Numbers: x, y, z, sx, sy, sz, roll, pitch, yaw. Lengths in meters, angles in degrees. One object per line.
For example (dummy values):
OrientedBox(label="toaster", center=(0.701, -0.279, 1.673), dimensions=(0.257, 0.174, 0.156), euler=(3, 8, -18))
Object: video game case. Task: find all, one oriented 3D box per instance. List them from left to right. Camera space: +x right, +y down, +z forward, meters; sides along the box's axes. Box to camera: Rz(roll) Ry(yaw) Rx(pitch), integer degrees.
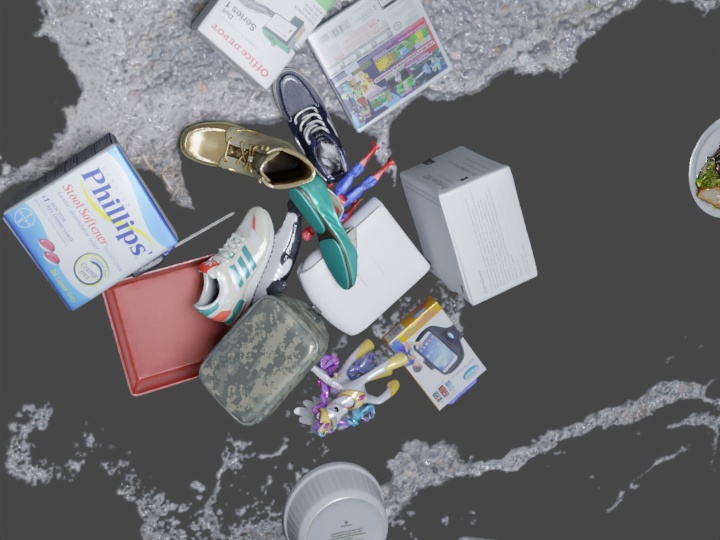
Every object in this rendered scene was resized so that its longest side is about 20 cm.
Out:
OrientedBox(label="video game case", center=(0.032, -0.359, 1.580), dimensions=(0.198, 0.023, 0.184), euler=(-34, 113, -7))

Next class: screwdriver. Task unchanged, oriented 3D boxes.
OrientedBox(label="screwdriver", center=(-0.290, -0.050, 1.558), dimensions=(0.199, 0.028, 0.029), euler=(-37, 89, -19))

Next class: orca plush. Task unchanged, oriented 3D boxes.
OrientedBox(label="orca plush", center=(-0.144, -0.020, 1.618), dimensions=(0.104, 0.071, 0.204), euler=(19, 90, 24))

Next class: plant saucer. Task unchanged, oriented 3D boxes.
OrientedBox(label="plant saucer", center=(-0.309, 0.086, 1.596), dimensions=(0.196, 0.037, 0.203), euler=(-16, 110, -13))

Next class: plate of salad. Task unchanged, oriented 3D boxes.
OrientedBox(label="plate of salad", center=(0.716, -0.198, 1.831), dimensions=(0.196, 0.048, 0.204), euler=(-5, 107, -16))

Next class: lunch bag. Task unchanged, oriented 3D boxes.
OrientedBox(label="lunch bag", center=(-0.147, 0.140, 1.553), dimensions=(0.139, 0.168, 0.201), euler=(43, 98, 9))

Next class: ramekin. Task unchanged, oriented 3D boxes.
OrientedBox(label="ramekin", center=(-0.039, 0.463, 1.762), dimensions=(0.198, 0.094, 0.207), euler=(-5, 107, -16))

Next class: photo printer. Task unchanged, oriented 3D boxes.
OrientedBox(label="photo printer", center=(0.000, 0.000, 1.650), dimensions=(0.199, 0.069, 0.167), euler=(-41, 113, -3))

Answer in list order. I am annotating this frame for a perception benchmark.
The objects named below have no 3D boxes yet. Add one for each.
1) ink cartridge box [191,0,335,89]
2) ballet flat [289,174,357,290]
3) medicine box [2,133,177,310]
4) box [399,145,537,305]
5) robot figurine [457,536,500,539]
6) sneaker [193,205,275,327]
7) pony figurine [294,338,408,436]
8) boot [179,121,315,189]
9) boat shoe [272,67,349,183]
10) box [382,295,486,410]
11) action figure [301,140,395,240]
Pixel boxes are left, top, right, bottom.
OrientedBox(label="ink cartridge box", center=(-0.144, -0.402, 1.477), dimensions=(0.145, 0.084, 0.201), euler=(37, 92, -23))
OrientedBox(label="ballet flat", center=(-0.042, -0.068, 1.557), dimensions=(0.070, 0.067, 0.202), euler=(-38, 110, -28))
OrientedBox(label="medicine box", center=(-0.413, -0.076, 1.478), dimensions=(0.198, 0.103, 0.184), euler=(-33, 113, -5))
OrientedBox(label="box", center=(0.178, -0.080, 1.612), dimensions=(0.129, 0.199, 0.203), euler=(-23, 112, -10))
OrientedBox(label="robot figurine", center=(0.248, 0.584, 1.879), dimensions=(0.196, 0.115, 0.170), euler=(11, 141, -20))
OrientedBox(label="sneaker", center=(-0.207, -0.013, 1.544), dimensions=(0.093, 0.070, 0.203), euler=(19, 92, -43))
OrientedBox(label="pony figurine", center=(-0.036, 0.199, 1.651), dimensions=(0.198, 0.192, 0.169), euler=(-32, 118, -26))
OrientedBox(label="boot", center=(-0.176, -0.177, 1.494), dimensions=(0.196, 0.155, 0.074), euler=(11, 103, -20))
OrientedBox(label="boat shoe", center=(-0.074, -0.232, 1.529), dimensions=(0.074, 0.093, 0.202), euler=(-32, 101, -2))
OrientedBox(label="box", center=(0.143, 0.161, 1.760), dimensions=(0.119, 0.041, 0.201), euler=(-40, 111, -3))
OrientedBox(label="action figure", center=(-0.028, -0.126, 1.616), dimensions=(0.065, 0.052, 0.200), euler=(42, 95, -18))
